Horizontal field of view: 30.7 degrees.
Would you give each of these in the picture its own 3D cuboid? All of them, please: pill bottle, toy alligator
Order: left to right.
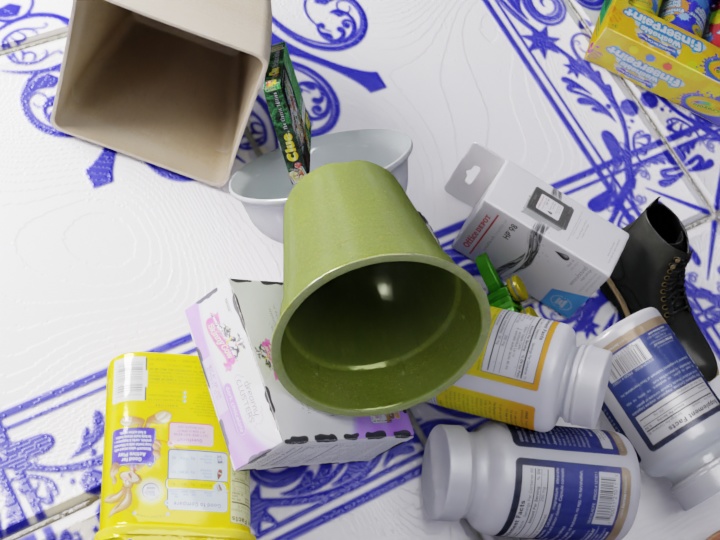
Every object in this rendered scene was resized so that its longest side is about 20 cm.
[{"bbox_3d":[0.141,0.094,1.295,0.199,0.109,0.110,14,57,16],"label":"pill bottle"},{"bbox_3d":[0.172,0.074,1.428,0.059,0.054,0.201,-29,67,19],"label":"toy alligator"},{"bbox_3d":[0.169,0.210,1.317,0.199,0.116,0.116,8,61,-14],"label":"pill bottle"},{"bbox_3d":[0.324,0.149,1.401,0.111,0.111,0.200,-24,73,-26],"label":"pill bottle"}]

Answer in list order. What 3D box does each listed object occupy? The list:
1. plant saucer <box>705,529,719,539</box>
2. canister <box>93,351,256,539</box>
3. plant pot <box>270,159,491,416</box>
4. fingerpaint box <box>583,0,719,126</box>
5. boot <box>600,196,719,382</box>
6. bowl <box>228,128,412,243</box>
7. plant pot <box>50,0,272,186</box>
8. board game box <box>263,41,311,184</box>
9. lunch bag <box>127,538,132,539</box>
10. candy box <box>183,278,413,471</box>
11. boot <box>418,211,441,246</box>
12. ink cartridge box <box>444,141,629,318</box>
[{"bbox_3d":[0.416,0.365,1.361,0.199,0.037,0.201,8,62,-15],"label":"plant saucer"},{"bbox_3d":[-0.174,0.184,1.242,0.148,0.087,0.201,6,61,-15],"label":"canister"},{"bbox_3d":[0.000,0.000,1.227,0.199,0.201,0.190,1,41,-17],"label":"plant pot"},{"bbox_3d":[0.408,-0.305,1.685,0.199,0.073,0.167,26,59,-3],"label":"fingerpaint box"},{"bbox_3d":[0.347,0.028,1.455,0.077,0.138,0.200,-34,78,-29],"label":"boot"},{"bbox_3d":[-0.032,-0.074,1.390,0.201,0.201,0.091,-26,114,-27],"label":"bowl"},{"bbox_3d":[-0.197,-0.245,1.403,0.199,0.200,0.177,19,49,-7],"label":"plant pot"},{"bbox_3d":[-0.076,-0.170,1.389,0.023,0.200,0.105,-17,111,5],"label":"board game box"},{"bbox_3d":[-0.270,0.336,1.104,0.199,0.094,0.151,-13,109,-13],"label":"lunch bag"},{"bbox_3d":[-0.057,0.100,1.275,0.200,0.071,0.168,6,58,-51],"label":"candy box"},{"bbox_3d":[0.048,0.040,1.407,0.131,0.070,0.200,-26,66,-20],"label":"boot"},{"bbox_3d":[0.180,-0.043,1.453,0.200,0.116,0.067,31,60,1],"label":"ink cartridge box"}]
